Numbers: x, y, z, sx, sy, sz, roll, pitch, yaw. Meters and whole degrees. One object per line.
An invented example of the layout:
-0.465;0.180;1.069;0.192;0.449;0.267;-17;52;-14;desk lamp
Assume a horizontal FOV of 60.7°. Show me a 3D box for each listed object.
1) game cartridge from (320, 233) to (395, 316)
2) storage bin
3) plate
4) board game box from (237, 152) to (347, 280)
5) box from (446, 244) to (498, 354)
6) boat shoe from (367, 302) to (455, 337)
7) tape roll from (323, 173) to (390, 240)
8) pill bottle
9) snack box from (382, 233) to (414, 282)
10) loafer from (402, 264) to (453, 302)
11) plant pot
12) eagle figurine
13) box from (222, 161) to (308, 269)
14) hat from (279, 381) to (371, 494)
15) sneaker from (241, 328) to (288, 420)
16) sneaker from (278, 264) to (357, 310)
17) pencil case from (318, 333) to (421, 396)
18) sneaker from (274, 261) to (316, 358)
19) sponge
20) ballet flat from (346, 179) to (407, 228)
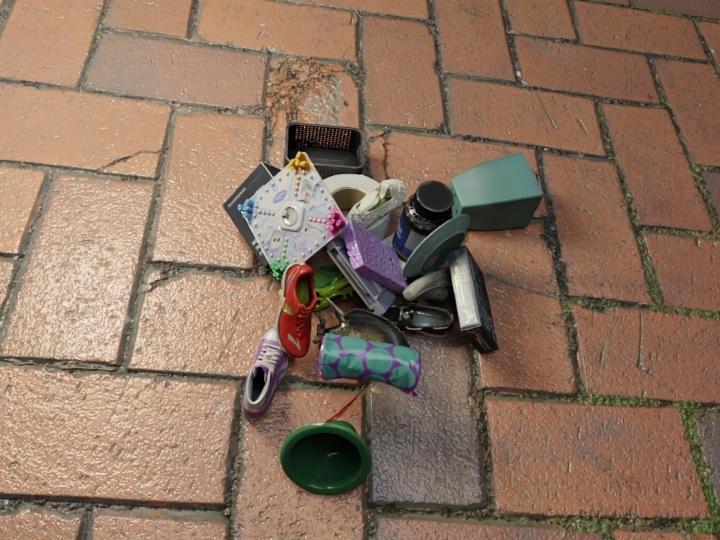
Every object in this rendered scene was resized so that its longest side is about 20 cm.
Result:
0.000;0.000;1.333;0.201;0.038;0.130;53;22;-1;game cartridge
-0.095;-0.289;1.563;0.198;0.094;0.136;3;58;-10;storage bin
0.177;-0.045;1.380;0.199;0.201;0.026;-32;69;-26;plate
-0.150;-0.116;1.299;0.199;0.026;0.201;-37;70;18;board game box
0.251;0.066;1.376;0.051;0.158;0.202;-17;59;18;box
0.113;0.106;1.381;0.198;0.060;0.074;12;58;-4;boat shoe
-0.026;-0.141;1.479;0.200;0.071;0.204;1;50;-1;tape roll
0.144;-0.108;1.389;0.111;0.201;0.113;5;58;-8;pill bottle
0.124;-0.046;1.490;0.199;0.037;0.116;-31;69;-25;snack box
0.171;0.039;1.403;0.199;0.070;0.070;-21;81;-45;loafer
0.328;-0.188;1.563;0.198;0.142;0.142;-11;61;-9;plant pot
0.005;0.143;1.297;0.198;0.152;0.152;-3;27;2;eagle figurine
-0.193;-0.120;1.394;0.148;0.104;0.201;-43;68;17;box
-0.047;0.317;1.218;0.198;0.167;0.176;-13;22;11;hat
-0.186;0.192;1.241;0.072;0.115;0.202;12;56;-2;sneaker
-0.090;0.036;1.389;0.198;0.075;0.084;-13;39;-16;sneaker
0.018;0.180;1.180;0.198;0.085;0.093;9;76;-3;pencil case
-0.125;0.084;1.248;0.076;0.085;0.202;-3;97;-31;sneaker
0.033;-0.027;1.342;0.030;0.200;0.112;-28;60;22;sponge
0.045;-0.164;1.416;0.072;0.072;0.200;38;56;13;ballet flat
